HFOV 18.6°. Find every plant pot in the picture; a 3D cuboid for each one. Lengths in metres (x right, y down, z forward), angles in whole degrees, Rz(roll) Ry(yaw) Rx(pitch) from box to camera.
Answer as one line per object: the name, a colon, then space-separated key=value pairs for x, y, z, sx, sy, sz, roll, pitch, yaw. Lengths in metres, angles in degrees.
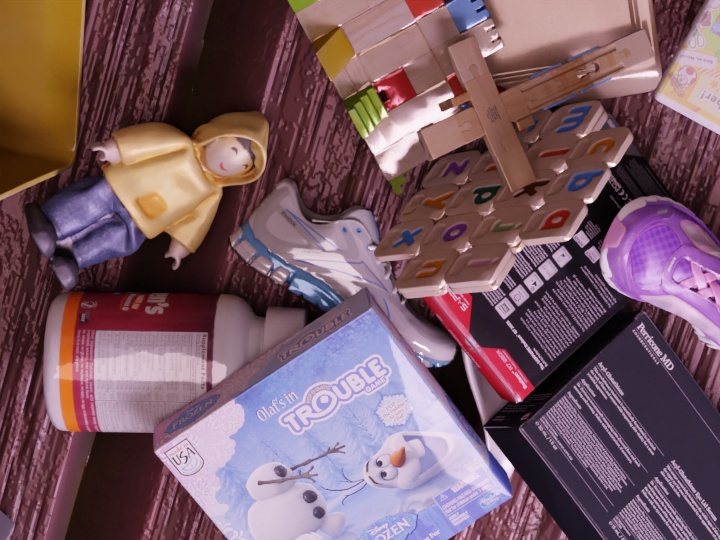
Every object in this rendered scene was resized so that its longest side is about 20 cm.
plant pot: x=-0.323 y=-0.171 z=1.638 sx=0.175 sy=0.200 sz=0.201 roll=9 pitch=104 yaw=12

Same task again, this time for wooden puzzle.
wooden puzzle: x=0.126 y=-0.221 z=1.674 sx=0.184 sy=0.037 sz=0.201 roll=-8 pitch=108 yaw=6

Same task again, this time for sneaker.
sneaker: x=0.263 y=0.012 z=1.647 sx=0.200 sy=0.088 sz=0.081 roll=30 pitch=93 yaw=-37
sneaker: x=0.000 y=0.000 z=1.714 sx=0.199 sy=0.075 sz=0.087 roll=33 pitch=97 yaw=-5

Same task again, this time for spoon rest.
spoon rest: x=0.109 y=0.096 z=1.727 sx=0.099 sy=0.061 sz=0.201 roll=4 pitch=110 yaw=-32

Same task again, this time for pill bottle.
pill bottle: x=-0.141 y=0.072 z=1.717 sx=0.198 sy=0.110 sz=0.110 roll=1 pitch=103 yaw=3

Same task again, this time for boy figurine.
boy figurine: x=-0.155 y=-0.058 z=1.704 sx=0.199 sy=0.065 sz=0.125 roll=-26 pitch=118 yaw=0

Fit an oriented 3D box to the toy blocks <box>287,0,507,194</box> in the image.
toy blocks: x=0.042 y=-0.168 z=1.635 sx=0.136 sy=0.100 sz=0.201 roll=-28 pitch=115 yaw=3

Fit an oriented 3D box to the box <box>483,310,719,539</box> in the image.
box: x=0.214 y=0.153 z=1.702 sx=0.141 sy=0.079 sz=0.200 roll=-40 pitch=100 yaw=-16

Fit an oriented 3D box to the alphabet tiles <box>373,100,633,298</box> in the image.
alphabet tiles: x=0.105 y=-0.053 z=1.627 sx=0.195 sy=0.200 sz=0.015 roll=-8 pitch=127 yaw=44

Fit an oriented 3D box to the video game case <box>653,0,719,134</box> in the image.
video game case: x=0.347 y=-0.161 z=1.629 sx=0.199 sy=0.023 sz=0.183 roll=28 pitch=104 yaw=-3

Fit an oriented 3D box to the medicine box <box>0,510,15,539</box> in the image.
medicine box: x=-0.414 y=0.233 z=1.775 sx=0.182 sy=0.103 sz=0.200 roll=41 pitch=103 yaw=-6

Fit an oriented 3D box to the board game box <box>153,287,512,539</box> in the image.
board game box: x=-0.020 y=0.146 z=1.673 sx=0.199 sy=0.043 sz=0.199 roll=-34 pitch=112 yaw=10

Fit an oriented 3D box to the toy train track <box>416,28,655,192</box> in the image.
toy train track: x=0.127 y=-0.129 z=1.623 sx=0.199 sy=0.033 sz=0.115 roll=-25 pitch=94 yaw=-20

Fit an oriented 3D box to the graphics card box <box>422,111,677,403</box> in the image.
graphics card box: x=0.147 y=-0.011 z=1.673 sx=0.200 sy=0.051 sz=0.126 roll=-42 pitch=101 yaw=-12
